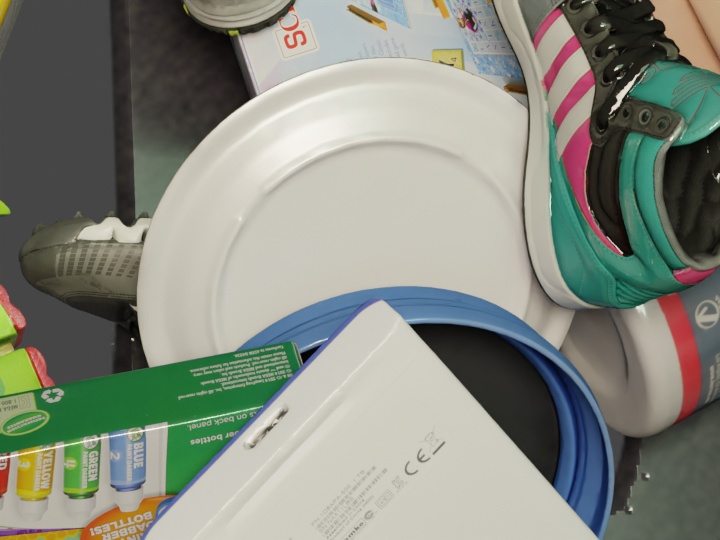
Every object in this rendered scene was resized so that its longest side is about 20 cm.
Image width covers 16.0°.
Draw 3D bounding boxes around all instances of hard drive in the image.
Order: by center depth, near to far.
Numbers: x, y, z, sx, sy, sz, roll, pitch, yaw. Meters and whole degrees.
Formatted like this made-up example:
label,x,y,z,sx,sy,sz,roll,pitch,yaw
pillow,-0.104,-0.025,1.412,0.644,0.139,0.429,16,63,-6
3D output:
label,x,y,z,sx,sy,sz,roll,pitch,yaw
hard drive,0.014,0.115,1.036,0.132,0.025,0.200,-46,133,-4

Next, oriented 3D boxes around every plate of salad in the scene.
label,x,y,z,sx,sy,sz,roll,pitch,yaw
plate of salad,0.000,0.000,1.101,0.199,0.048,0.201,-7,117,-13

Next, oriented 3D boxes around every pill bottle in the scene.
label,x,y,z,sx,sy,sz,roll,pitch,yaw
pill bottle,0.183,-0.018,1.191,0.199,0.120,0.120,-28,82,-18

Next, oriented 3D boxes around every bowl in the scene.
label,x,y,z,sx,sy,sz,roll,pitch,yaw
bowl,0.009,0.095,1.100,0.199,0.202,0.039,-3,32,-13

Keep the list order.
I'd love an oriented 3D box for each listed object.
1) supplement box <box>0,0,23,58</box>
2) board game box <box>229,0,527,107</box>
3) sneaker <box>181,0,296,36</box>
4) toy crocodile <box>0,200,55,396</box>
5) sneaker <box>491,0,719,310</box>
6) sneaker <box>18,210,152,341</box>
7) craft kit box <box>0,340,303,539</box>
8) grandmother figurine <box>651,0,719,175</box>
label,x,y,z,sx,sy,sz,roll,pitch,yaw
supplement box,-0.194,-0.169,1.155,0.109,0.109,0.201,21,71,-6
board game box,0.036,-0.130,1.174,0.198,0.041,0.201,-16,68,-5
sneaker,-0.067,-0.208,1.147,0.075,0.076,0.201,-16,66,-2
toy crocodile,-0.156,0.062,1.121,0.061,0.068,0.201,-19,79,-16
sneaker,0.116,-0.081,1.037,0.083,0.120,0.201,-14,100,-37
sneaker,-0.060,0.034,1.151,0.199,0.066,0.091,15,70,-10
craft kit box,-0.110,0.137,1.046,0.199,0.198,0.049,-11,36,-8
grandmother figurine,0.143,-0.135,1.119,0.121,0.061,0.201,-26,70,-4
